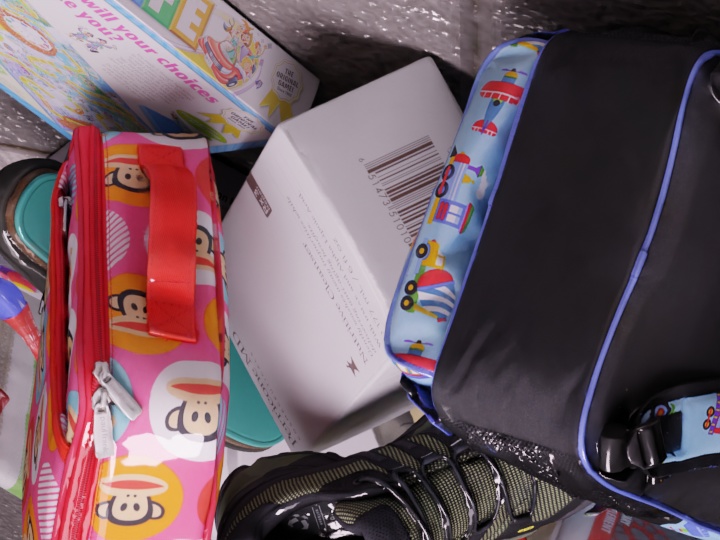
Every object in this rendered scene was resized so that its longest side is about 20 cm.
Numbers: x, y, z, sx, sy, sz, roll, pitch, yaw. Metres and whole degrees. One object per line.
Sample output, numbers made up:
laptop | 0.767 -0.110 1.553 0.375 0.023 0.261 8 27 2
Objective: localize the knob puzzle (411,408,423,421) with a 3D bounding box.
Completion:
knob puzzle | 0.076 0.094 1.504 0.218 0.031 0.220 18 159 7

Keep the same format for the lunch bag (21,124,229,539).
lunch bag | -0.096 0.036 1.176 0.081 0.201 0.177 5 130 -11

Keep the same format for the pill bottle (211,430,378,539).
pill bottle | -0.048 0.110 1.472 0.112 0.113 0.200 25 165 -11

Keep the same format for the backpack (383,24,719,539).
backpack | 0.128 0.014 1.089 0.134 0.184 0.200 12 170 42

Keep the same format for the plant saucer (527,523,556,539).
plant saucer | 0.146 0.199 1.390 0.199 0.201 0.050 20 150 1

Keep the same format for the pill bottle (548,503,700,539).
pill bottle | 0.171 0.194 1.301 0.199 0.116 0.116 24 159 3

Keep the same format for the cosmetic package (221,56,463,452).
cosmetic package | 0.000 0.000 1.219 0.113 0.081 0.200 61 158 11

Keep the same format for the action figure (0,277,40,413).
action figure | -0.221 -0.017 1.399 0.065 0.052 0.201 -26 105 15

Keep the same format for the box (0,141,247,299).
box | -0.099 -0.007 1.406 0.155 0.041 0.200 28 156 -16

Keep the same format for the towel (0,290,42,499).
towel | -0.223 0.029 1.457 0.031 0.150 0.200 -21 138 33

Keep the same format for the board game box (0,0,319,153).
board game box | -0.131 -0.114 1.188 0.134 0.034 0.200 -3 148 45

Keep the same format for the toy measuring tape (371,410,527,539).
toy measuring tape | 0.035 0.112 1.308 0.073 0.073 0.200 39 -164 -39

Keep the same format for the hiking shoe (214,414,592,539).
hiking shoe | 0.029 0.106 1.191 0.199 0.101 0.076 -20 108 11

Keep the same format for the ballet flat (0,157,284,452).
ballet flat | -0.110 0.013 1.334 0.200 0.068 0.068 46 159 -27
